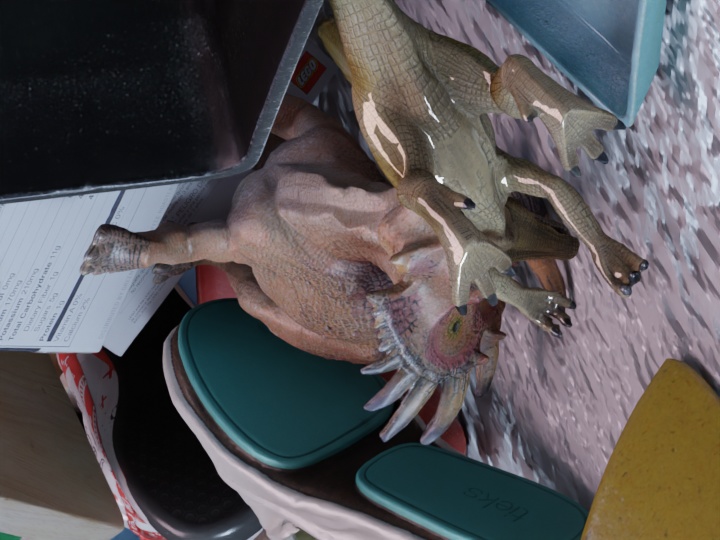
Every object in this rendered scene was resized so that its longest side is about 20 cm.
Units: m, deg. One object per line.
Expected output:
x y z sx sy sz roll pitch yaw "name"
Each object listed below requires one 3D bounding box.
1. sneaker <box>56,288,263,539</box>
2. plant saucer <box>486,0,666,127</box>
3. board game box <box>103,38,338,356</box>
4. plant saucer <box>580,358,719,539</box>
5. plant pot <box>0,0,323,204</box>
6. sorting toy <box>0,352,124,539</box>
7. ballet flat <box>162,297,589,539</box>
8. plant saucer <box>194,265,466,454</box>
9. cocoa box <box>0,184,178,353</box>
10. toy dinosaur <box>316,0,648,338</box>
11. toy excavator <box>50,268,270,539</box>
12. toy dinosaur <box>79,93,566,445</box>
-0.067 0.077 1.177 0.201 0.067 0.108 -128 18 -53 "sneaker"
0.009 -0.121 0.739 0.200 0.019 0.070 47 158 27 "plant saucer"
-0.106 -0.064 1.077 0.035 0.126 0.200 39 176 -42 "board game box"
0.110 0.156 0.770 0.200 0.048 0.200 -123 19 -46 "plant saucer"
-0.124 -0.125 0.740 0.200 0.199 0.178 118 144 -71 "plant pot"
-0.203 0.019 1.117 0.200 0.070 0.199 24 -146 -59 "sorting toy"
0.002 0.076 0.957 0.200 0.069 0.070 30 142 42 "ballet flat"
-0.011 0.045 1.118 0.200 0.037 0.200 92 154 -57 "plant saucer"
-0.165 -0.076 0.959 0.200 0.131 0.134 34 107 30 "cocoa box"
0.016 -0.040 0.745 0.101 0.058 0.200 44 169 43 "toy dinosaur"
-0.079 0.103 1.358 0.195 0.200 0.100 -60 28 10 "toy excavator"
0.000 0.000 0.936 0.135 0.086 0.200 29 178 8 "toy dinosaur"
